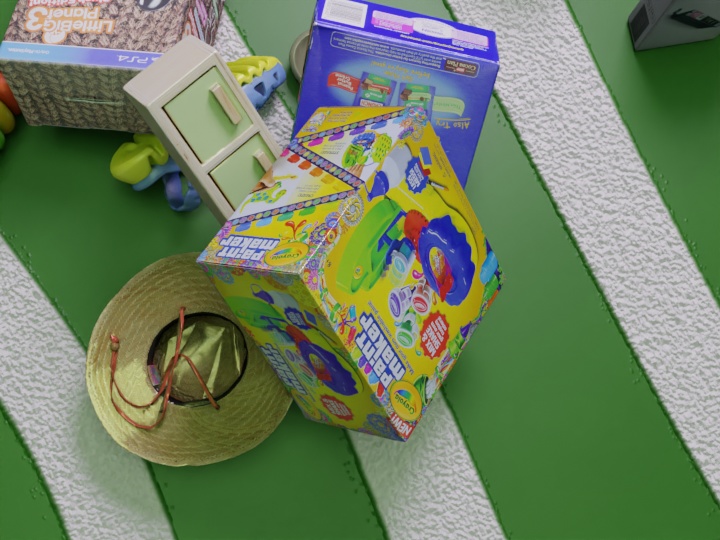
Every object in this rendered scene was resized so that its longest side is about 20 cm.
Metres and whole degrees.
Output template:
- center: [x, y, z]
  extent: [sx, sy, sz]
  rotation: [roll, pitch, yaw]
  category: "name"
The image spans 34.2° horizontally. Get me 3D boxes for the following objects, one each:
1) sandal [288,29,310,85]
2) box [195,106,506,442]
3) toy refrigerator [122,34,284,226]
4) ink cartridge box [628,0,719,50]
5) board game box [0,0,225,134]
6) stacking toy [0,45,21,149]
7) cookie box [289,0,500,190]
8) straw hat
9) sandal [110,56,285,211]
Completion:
- center: [0.012, -0.162, 1.150]
  extent: [0.200, 0.057, 0.080]
  rotation: [37, 80, -3]
  category: "sandal"
- center: [0.000, 0.000, 0.991]
  extent: [0.193, 0.121, 0.201]
  rotation: [-55, 131, -29]
  category: "box"
- center: [-0.111, -0.094, 1.006]
  extent: [0.076, 0.070, 0.201]
  rotation: [-39, 126, -10]
  category: "toy refrigerator"
- center: [0.370, -0.279, 1.130]
  extent: [0.172, 0.200, 0.044]
  rotation: [-9, 79, -5]
  category: "ink cartridge box"
- center: [-0.221, -0.237, 1.083]
  extent: [0.158, 0.097, 0.202]
  rotation: [5, 61, 7]
  category: "board game box"
- center: [-0.366, -0.142, 1.111]
  extent: [0.085, 0.085, 0.201]
  rotation: [32, 74, 1]
  category: "stacking toy"
- center: [0.022, -0.134, 1.083]
  extent: [0.169, 0.075, 0.201]
  rotation: [12, 125, -3]
  category: "cookie box"
- center: [-0.147, 0.081, 1.083]
  extent: [0.199, 0.085, 0.203]
  rotation: [0, 88, 6]
  category: "straw hat"
- center: [-0.146, -0.132, 1.134]
  extent: [0.200, 0.079, 0.087]
  rotation: [-43, 118, -15]
  category: "sandal"
